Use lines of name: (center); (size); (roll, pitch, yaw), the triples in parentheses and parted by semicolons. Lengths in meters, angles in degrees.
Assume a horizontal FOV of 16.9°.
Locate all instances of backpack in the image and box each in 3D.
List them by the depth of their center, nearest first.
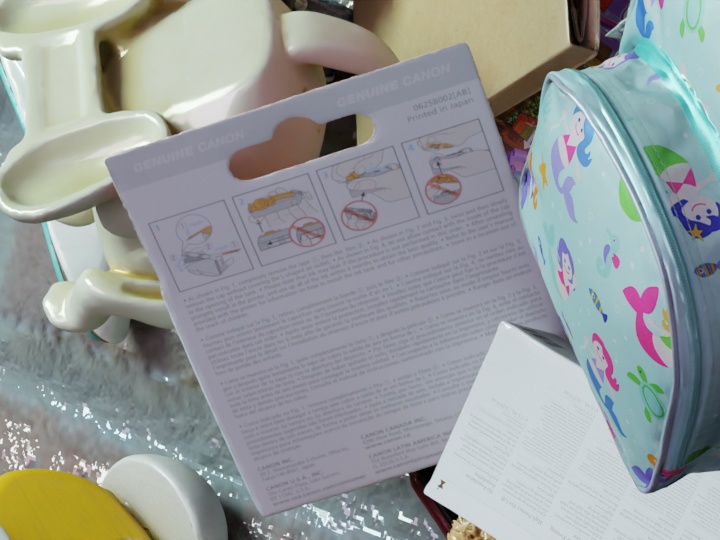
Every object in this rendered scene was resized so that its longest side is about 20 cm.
backpack: (0.145, -0.024, 0.863); (0.200, 0.150, 0.178); (108, 145, -58)

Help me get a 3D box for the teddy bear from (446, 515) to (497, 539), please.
teddy bear: (0.075, 0.205, 1.063); (0.145, 0.067, 0.201); (31, 120, 28)

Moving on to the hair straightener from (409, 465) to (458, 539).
hair straightener: (0.046, 0.064, 1.145); (0.077, 0.041, 0.200); (-48, 54, 21)

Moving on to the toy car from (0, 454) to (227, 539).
toy car: (-0.127, 0.195, 1.187); (0.200, 0.175, 0.150); (42, 127, 33)

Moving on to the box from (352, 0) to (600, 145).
box: (0.048, -0.143, 1.105); (0.200, 0.021, 0.164); (-29, 58, 59)

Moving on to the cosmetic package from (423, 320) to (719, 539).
cosmetic package: (0.126, 0.101, 0.972); (0.200, 0.051, 0.083); (31, 98, 34)

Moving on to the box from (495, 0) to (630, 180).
box: (0.138, -0.042, 1.073); (0.200, 0.039, 0.137); (50, 116, 31)

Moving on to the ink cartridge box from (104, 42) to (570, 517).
ink cartridge box: (0.000, 0.000, 1.043); (0.162, 0.201, 0.057); (-17, 28, 7)

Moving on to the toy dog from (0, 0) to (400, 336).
toy dog: (-0.065, -0.042, 1.115); (0.193, 0.200, 0.140); (-22, 51, 1)

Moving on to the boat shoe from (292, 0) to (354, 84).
boat shoe: (-0.083, -0.156, 1.241); (0.200, 0.072, 0.068); (37, 110, 32)

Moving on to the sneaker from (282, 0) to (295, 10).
sneaker: (-0.083, -0.100, 1.168); (0.082, 0.077, 0.200); (48, 119, 9)

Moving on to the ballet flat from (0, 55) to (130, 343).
ballet flat: (-0.144, -0.062, 1.293); (0.069, 0.069, 0.201); (-32, 66, 32)
